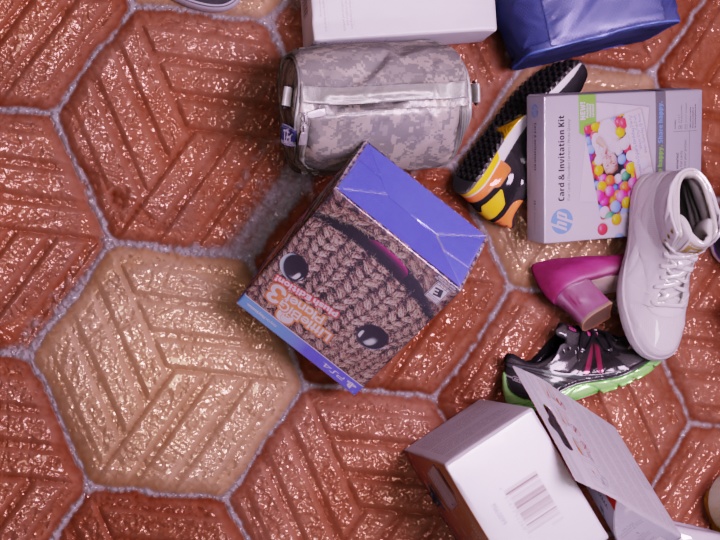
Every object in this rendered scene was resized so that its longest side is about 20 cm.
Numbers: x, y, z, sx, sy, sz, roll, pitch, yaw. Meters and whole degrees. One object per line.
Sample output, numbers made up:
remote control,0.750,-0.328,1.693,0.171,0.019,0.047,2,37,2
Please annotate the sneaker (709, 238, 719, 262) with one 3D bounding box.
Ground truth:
sneaker,0.458,-0.091,1.623,0.080,0.146,0.200,30,84,-6

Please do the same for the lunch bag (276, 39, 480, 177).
lunch bag,0.010,-0.171,1.548,0.200,0.168,0.140,-3,88,-8

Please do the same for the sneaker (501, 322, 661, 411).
sneaker,0.246,0.091,1.619,0.200,0.077,0.084,-18,91,-11

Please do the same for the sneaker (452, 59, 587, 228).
sneaker,0.189,-0.136,1.632,0.090,0.070,0.200,44,80,-23

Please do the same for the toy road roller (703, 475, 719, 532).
toy road roller,0.480,0.296,1.628,0.146,0.123,0.200,-23,92,-24

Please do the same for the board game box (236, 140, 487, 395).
board game box,0.000,0.000,1.518,0.159,0.200,0.097,38,40,-5

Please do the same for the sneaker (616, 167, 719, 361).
sneaker,0.318,-0.007,1.545,0.074,0.116,0.200,1,87,-13

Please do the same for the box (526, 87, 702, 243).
box,0.273,-0.115,1.613,0.200,0.041,0.156,-4,100,-22

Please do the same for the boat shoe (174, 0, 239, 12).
boat shoe,-0.209,-0.343,1.573,0.200,0.066,0.070,37,83,-5

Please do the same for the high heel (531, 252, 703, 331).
high heel,0.288,-0.015,1.645,0.200,0.067,0.096,-26,58,-24

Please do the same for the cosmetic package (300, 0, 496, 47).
cosmetic package,0.038,-0.296,1.603,0.200,0.081,0.113,-3,88,-10

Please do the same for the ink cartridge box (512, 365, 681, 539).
ink cartridge box,0.227,0.197,1.529,0.047,0.160,0.200,-43,134,17

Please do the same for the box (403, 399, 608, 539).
box,0.143,0.226,1.534,0.106,0.200,0.152,-32,93,-10

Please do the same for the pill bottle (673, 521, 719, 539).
pill bottle,0.320,0.368,1.600,0.112,0.112,0.200,12,86,-8

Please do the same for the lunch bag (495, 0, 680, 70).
lunch bag,0.242,-0.304,1.604,0.200,0.136,0.133,-14,90,-9
